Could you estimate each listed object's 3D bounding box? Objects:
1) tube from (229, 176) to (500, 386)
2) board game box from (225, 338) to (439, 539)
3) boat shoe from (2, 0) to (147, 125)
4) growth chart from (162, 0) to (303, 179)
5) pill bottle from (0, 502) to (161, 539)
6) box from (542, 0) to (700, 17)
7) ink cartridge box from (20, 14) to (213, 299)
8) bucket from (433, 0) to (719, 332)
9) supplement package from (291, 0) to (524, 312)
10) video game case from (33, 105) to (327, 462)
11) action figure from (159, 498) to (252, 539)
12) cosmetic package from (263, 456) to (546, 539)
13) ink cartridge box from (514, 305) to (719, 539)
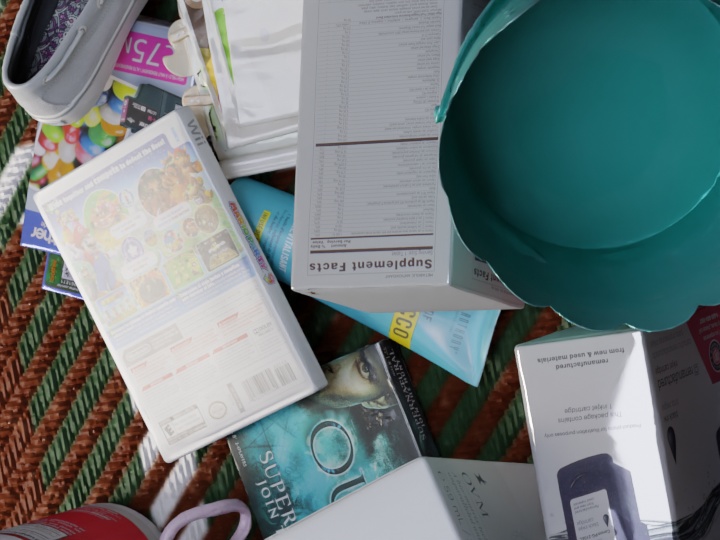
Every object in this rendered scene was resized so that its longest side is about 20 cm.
[{"bbox_3d":[0.000,0.000,1.778,0.199,0.050,0.078,23,111,19],"label":"tube"},{"bbox_3d":[-0.001,0.160,1.800,0.135,0.028,0.201,-25,83,28],"label":"board game box"},{"bbox_3d":[-0.180,-0.196,1.807,0.072,0.069,0.201,23,83,27],"label":"boat shoe"},{"bbox_3d":[-0.057,-0.159,1.784,0.144,0.018,0.201,-2,95,10],"label":"growth chart"},{"bbox_3d":[-0.212,0.222,1.818,0.112,0.200,0.113,3,97,27],"label":"pill bottle"},{"bbox_3d":[0.158,-0.229,1.612,0.199,0.051,0.158,5,97,-9],"label":"box"},{"bbox_3d":[-0.162,-0.071,1.856,0.119,0.042,0.201,14,103,26],"label":"ink cartridge box"},{"bbox_3d":[0.139,-0.078,1.543,0.206,0.135,0.208,-1,107,-3],"label":"bucket"},{"bbox_3d":[0.033,-0.080,1.692,0.113,0.109,0.201,-1,82,28],"label":"supplement package"},{"bbox_3d":[-0.119,0.011,1.805,0.143,0.018,0.201,-27,90,36],"label":"video game case"},{"bbox_3d":[-0.126,0.269,1.823,0.149,0.133,0.200,63,143,31],"label":"action figure"},{"bbox_3d":[0.067,0.225,1.636,0.123,0.200,0.200,-29,75,18],"label":"cosmetic package"},{"bbox_3d":[0.166,0.127,1.602,0.084,0.145,0.201,-8,93,27],"label":"ink cartridge box"}]
